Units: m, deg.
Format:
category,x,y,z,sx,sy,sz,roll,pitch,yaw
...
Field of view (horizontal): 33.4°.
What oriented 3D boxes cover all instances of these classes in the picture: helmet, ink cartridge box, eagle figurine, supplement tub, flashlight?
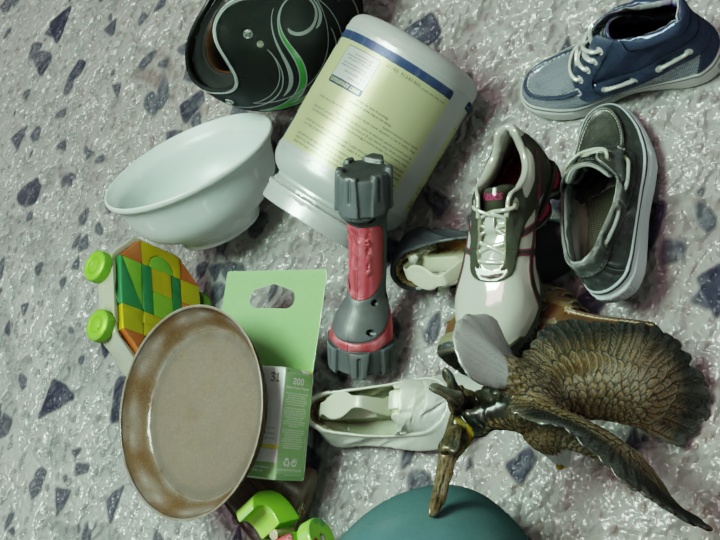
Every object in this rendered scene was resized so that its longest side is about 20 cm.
category,x,y,z,sx,sy,sz,roll,pitch,yaw
helmet,-0.095,-0.267,1.288,0.198,0.191,0.201,-1,52,1
ink cartridge box,-0.107,0.095,1.152,0.145,0.048,0.201,-1,80,40
eagle figurine,0.159,0.111,0.892,0.199,0.151,0.153,-1,82,20
supplement tub,0.006,-0.129,1.168,0.145,0.145,0.201,35,95,44
flashlight,0.000,0.000,1.099,0.068,0.068,0.201,-131,35,-54

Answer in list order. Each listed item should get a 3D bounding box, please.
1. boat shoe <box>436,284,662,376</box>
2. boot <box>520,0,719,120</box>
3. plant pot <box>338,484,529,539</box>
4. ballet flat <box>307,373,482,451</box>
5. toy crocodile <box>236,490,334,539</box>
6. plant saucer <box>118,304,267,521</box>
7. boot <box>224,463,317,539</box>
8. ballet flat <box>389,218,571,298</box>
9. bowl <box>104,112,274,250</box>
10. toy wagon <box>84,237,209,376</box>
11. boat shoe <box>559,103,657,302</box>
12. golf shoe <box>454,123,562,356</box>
category,x,y,z,sx,sy,sz,roll,pitch,yaw
boat shoe,0.156,0.047,1.010,0.199,0.076,0.074,-1,59,34
boot,0.212,-0.192,1.053,0.199,0.090,0.073,-12,64,37
plant pot,0.063,0.248,0.945,0.200,0.200,0.135,-30,20,28
ballet flat,0.029,0.128,1.091,0.199,0.069,0.070,-11,64,37
toy crocodile,-0.051,0.292,1.073,0.067,0.062,0.201,-30,72,26
plant saucer,-0.154,0.134,1.130,0.199,0.032,0.202,-10,75,38
boot,-0.095,0.159,1.189,0.200,0.064,0.187,34,103,45
ballet flat,0.103,-0.006,1.079,0.199,0.073,0.074,0,71,44
bowl,-0.172,-0.085,1.318,0.200,0.091,0.201,-20,27,11
toy wagon,-0.217,0.067,1.260,0.039,0.155,0.201,-28,56,30
boat shoe,0.205,-0.072,1.006,0.072,0.071,0.201,-22,46,32
golf shoe,0.110,-0.022,0.981,0.077,0.088,0.201,0,63,26
